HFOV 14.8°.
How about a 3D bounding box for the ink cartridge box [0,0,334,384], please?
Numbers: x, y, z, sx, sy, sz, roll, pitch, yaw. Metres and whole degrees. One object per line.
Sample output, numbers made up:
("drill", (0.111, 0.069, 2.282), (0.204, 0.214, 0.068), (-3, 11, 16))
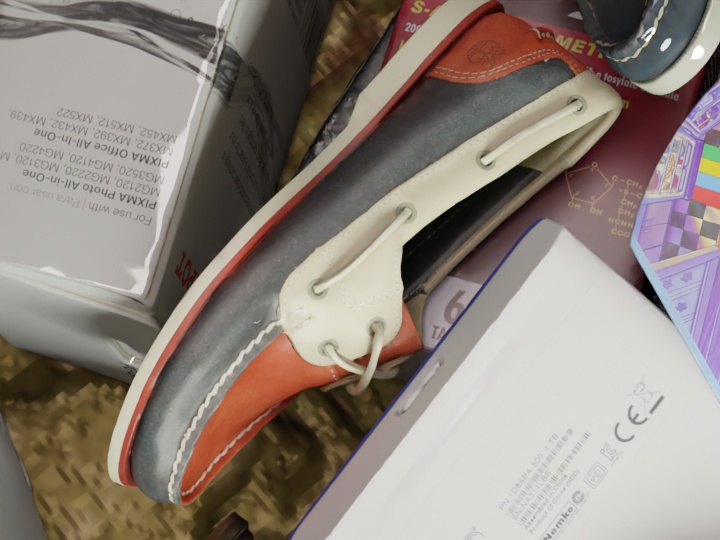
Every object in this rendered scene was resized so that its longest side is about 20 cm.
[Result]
("ink cartridge box", (-0.070, -0.070, 0.949), (0.083, 0.145, 0.200), (14, 77, 9))

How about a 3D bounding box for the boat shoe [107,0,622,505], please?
("boat shoe", (0.000, 0.000, 0.872), (0.063, 0.071, 0.200), (38, 78, 13))

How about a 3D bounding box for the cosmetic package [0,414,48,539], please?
("cosmetic package", (-0.164, 0.061, 0.896), (0.074, 0.200, 0.102), (-22, 73, 0))

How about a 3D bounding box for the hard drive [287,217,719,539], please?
("hard drive", (0.090, 0.095, 0.886), (0.200, 0.025, 0.132), (40, 85, -22))

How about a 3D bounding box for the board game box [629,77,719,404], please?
("board game box", (0.184, 0.012, 0.844), (0.158, 0.039, 0.200), (-29, 102, 5))

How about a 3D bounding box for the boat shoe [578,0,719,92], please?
("boat shoe", (0.075, -0.151, 0.882), (0.062, 0.075, 0.200), (16, 60, -35))

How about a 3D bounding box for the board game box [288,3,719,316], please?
("board game box", (0.091, -0.032, 0.981), (0.200, 0.028, 0.135), (31, 81, 13))

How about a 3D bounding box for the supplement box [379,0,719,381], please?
("supplement box", (0.062, -0.056, 0.945), (0.109, 0.061, 0.200), (15, 76, 10))

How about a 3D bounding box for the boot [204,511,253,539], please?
("boot", (-0.060, 0.185, 0.910), (0.097, 0.075, 0.200), (30, 89, 5))
